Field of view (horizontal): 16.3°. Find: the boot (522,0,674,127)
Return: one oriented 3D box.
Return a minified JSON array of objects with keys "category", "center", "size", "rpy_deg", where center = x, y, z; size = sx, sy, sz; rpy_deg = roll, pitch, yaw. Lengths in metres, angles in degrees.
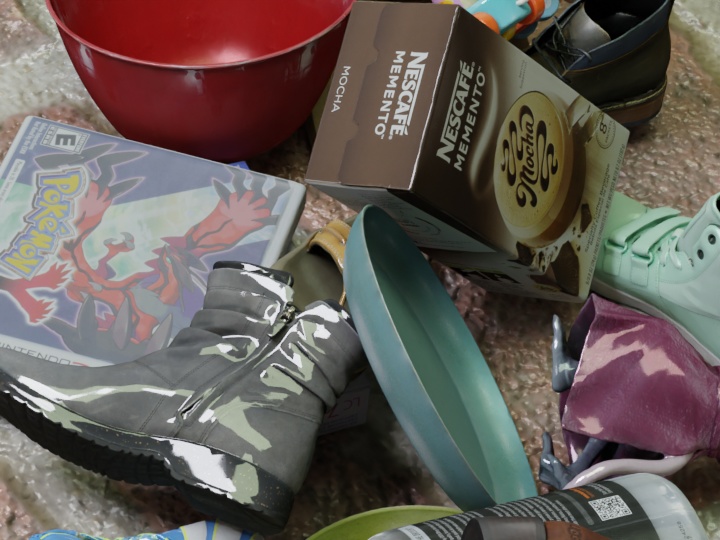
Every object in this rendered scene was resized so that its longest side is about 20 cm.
[{"category":"boot","center":[0.113,-0.131,1.594],"size":[0.199,0.097,0.075],"rpy_deg":[-17,51,-25]}]

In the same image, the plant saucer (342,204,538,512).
[{"category":"plant saucer","center":[0.040,0.058,1.373],"size":[0.027,0.200,0.201],"rpy_deg":[-27,48,11]}]

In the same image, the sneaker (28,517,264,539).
[{"category":"sneaker","center":[-0.124,0.169,1.298],"size":[0.200,0.105,0.076],"rpy_deg":[-32,58,-32]}]

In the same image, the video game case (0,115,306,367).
[{"category":"video game case","center":[-0.144,0.001,1.463],"size":[0.181,0.023,0.201],"rpy_deg":[14,48,7]}]

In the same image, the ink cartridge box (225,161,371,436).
[{"category":"ink cartridge box","center":[-0.086,0.023,1.490],"size":[0.119,0.042,0.201],"rpy_deg":[-14,52,-19]}]

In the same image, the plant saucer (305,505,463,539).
[{"category":"plant saucer","center":[0.038,0.212,1.330],"size":[0.198,0.031,0.201],"rpy_deg":[5,45,-5]}]

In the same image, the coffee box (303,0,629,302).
[{"category":"coffee box","center":[0.066,-0.067,1.462],"size":[0.079,0.200,0.114],"rpy_deg":[7,77,38]}]

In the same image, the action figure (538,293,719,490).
[{"category":"action figure","center":[0.204,0.078,1.410],"size":[0.198,0.134,0.150],"rpy_deg":[5,46,1]}]

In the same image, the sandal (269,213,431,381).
[{"category":"sandal","center":[0.000,0.000,1.470],"size":[0.080,0.054,0.200],"rpy_deg":[40,28,3]}]

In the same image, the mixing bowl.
[{"category":"mixing bowl","center":[-0.097,-0.138,1.585],"size":[0.199,0.109,0.201],"rpy_deg":[0,37,0]}]

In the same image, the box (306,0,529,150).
[{"category":"box","center":[0.036,-0.140,1.675],"size":[0.162,0.021,0.201],"rpy_deg":[-3,47,-11]}]

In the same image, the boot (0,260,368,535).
[{"category":"boot","center":[-0.101,0.051,1.364],"size":[0.199,0.070,0.132],"rpy_deg":[22,70,8]}]

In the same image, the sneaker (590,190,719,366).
[{"category":"sneaker","center":[0.195,-0.025,1.520],"size":[0.200,0.119,0.074],"rpy_deg":[36,54,27]}]

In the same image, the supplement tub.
[{"category":"supplement tub","center":[0.074,0.179,1.261],"size":[0.199,0.123,0.123],"rpy_deg":[-10,48,-18]}]

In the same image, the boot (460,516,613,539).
[{"category":"boot","center":[0.151,0.201,1.159],"size":[0.199,0.069,0.189],"rpy_deg":[7,40,-14]}]

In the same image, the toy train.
[{"category":"toy train","center":[0.082,-0.169,1.583],"size":[0.150,0.200,0.056],"rpy_deg":[-34,90,-9]}]
